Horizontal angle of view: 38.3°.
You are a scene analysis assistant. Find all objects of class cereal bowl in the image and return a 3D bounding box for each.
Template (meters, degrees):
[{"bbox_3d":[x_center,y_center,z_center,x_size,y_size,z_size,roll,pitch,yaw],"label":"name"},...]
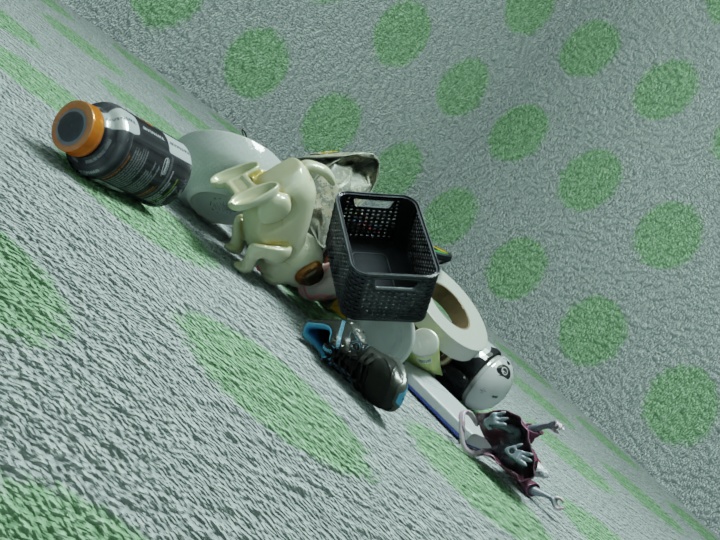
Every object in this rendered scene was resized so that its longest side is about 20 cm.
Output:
[{"bbox_3d":[-0.221,-0.134,1.676,0.200,0.083,0.200,11,-30,6],"label":"cereal bowl"}]

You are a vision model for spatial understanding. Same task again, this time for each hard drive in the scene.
[{"bbox_3d":[0.142,0.226,1.718,0.200,0.025,0.132,43,7,36],"label":"hard drive"}]

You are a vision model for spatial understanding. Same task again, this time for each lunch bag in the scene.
[{"bbox_3d":[-0.077,-0.144,1.830,0.164,0.200,0.118,5,-41,54],"label":"lunch bag"}]

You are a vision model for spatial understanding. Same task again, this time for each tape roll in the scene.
[{"bbox_3d":[0.147,0.072,1.860,0.203,0.037,0.203,37,27,-23],"label":"tape roll"}]

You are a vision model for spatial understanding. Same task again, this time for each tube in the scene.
[{"bbox_3d":[0.108,0.145,1.787,0.200,0.052,0.058,79,-11,-72],"label":"tube"}]

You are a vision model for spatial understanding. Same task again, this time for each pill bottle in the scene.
[{"bbox_3d":[0.030,0.088,1.664,0.111,0.111,0.200,38,6,-4],"label":"pill bottle"},{"bbox_3d":[-0.327,-0.163,1.410,0.106,0.106,0.200,42,7,28],"label":"pill bottle"}]

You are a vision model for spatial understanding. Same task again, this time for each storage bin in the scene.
[{"bbox_3d":[0.030,-0.023,1.569,0.135,0.094,0.200,3,40,-15],"label":"storage bin"}]

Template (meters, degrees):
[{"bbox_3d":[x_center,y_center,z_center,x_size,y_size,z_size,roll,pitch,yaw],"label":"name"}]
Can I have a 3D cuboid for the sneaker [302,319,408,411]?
[{"bbox_3d":[-0.010,0.128,1.411,0.082,0.073,0.200,13,15,-37],"label":"sneaker"}]

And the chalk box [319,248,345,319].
[{"bbox_3d":[-0.044,-0.012,1.902,0.124,0.125,0.200,31,11,-50],"label":"chalk box"}]

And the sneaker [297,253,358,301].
[{"bbox_3d":[0.000,0.000,1.705,0.200,0.105,0.076,-23,99,-43],"label":"sneaker"}]

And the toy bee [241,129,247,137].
[{"bbox_3d":[-0.235,-0.163,2.090,0.131,0.109,0.200,50,15,-79],"label":"toy bee"}]

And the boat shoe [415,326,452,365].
[{"bbox_3d":[0.098,0.105,1.910,0.075,0.075,0.202,44,-4,-39],"label":"boat shoe"}]

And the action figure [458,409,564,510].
[{"bbox_3d":[0.243,0.298,1.618,0.149,0.134,0.200,-2,-23,18],"label":"action figure"}]

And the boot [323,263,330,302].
[{"bbox_3d":[-0.096,-0.025,1.727,0.090,0.073,0.200,34,-14,31],"label":"boot"}]

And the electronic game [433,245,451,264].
[{"bbox_3d":[0.072,-0.055,1.891,0.200,0.042,0.200,20,6,-2],"label":"electronic game"}]

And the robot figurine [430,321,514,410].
[{"bbox_3d":[0.196,0.172,1.958,0.200,0.150,0.125,41,-27,19],"label":"robot figurine"}]

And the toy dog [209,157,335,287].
[{"bbox_3d":[-0.124,-0.066,1.599,0.139,0.194,0.200,33,-36,50],"label":"toy dog"}]
